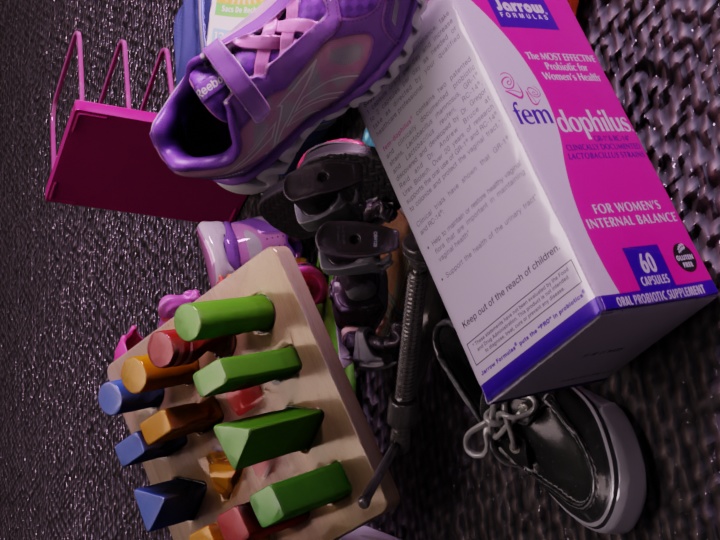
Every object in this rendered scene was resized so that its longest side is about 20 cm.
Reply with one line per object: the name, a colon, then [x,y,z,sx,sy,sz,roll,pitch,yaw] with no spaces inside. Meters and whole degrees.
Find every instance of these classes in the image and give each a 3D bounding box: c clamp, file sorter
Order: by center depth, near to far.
c clamp: [0.041,0.031,0.911,0.171,0.027,0.203,-56,-25,-60]
file sorter: [-0.209,-0.148,1.390,0.139,0.197,0.127,124,146,-46]

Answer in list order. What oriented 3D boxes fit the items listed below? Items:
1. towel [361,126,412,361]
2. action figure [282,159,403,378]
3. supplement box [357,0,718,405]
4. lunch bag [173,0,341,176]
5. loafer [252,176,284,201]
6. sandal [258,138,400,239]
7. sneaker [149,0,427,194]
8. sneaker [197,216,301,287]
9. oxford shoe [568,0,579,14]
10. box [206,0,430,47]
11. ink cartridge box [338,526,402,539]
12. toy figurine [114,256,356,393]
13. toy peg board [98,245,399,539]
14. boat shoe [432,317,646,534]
towel: [0.021,-0.049,1.074,0.147,0.021,0.203,-129,48,-58]
action figure: [0.000,0.000,0.959,0.200,0.068,0.132,71,-173,-67]
supplement box: [0.091,-0.045,0.751,0.103,0.100,0.202,-44,62,43]
lunch bag: [-0.082,-0.201,1.190,0.132,0.134,0.203,133,137,-53]
loafer: [-0.092,-0.155,1.299,0.073,0.071,0.202,-33,68,36]
sandal: [-0.020,-0.071,1.064,0.199,0.075,0.045,-17,39,60]
sneaker: [-0.046,-0.112,0.745,0.200,0.088,0.081,-44,70,32]
sneaker: [-0.096,-0.006,1.252,0.200,0.087,0.082,117,136,-82]
oxford shoe: [0.102,-0.178,0.861,0.073,0.070,0.203,-172,86,-69]
box: [0.007,-0.165,0.879,0.111,0.199,0.103,15,101,32]
ink cartridge box: [-0.013,0.299,1.013,0.144,0.083,0.203,176,99,-66]
toy figurine: [-0.108,0.063,1.120,0.151,0.181,0.202,-122,37,-51]
toy peg board: [-0.107,0.119,0.962,0.198,0.097,0.202,-33,74,32]
boat shoe: [0.099,0.085,0.819,0.200,0.067,0.074,-119,41,-51]
